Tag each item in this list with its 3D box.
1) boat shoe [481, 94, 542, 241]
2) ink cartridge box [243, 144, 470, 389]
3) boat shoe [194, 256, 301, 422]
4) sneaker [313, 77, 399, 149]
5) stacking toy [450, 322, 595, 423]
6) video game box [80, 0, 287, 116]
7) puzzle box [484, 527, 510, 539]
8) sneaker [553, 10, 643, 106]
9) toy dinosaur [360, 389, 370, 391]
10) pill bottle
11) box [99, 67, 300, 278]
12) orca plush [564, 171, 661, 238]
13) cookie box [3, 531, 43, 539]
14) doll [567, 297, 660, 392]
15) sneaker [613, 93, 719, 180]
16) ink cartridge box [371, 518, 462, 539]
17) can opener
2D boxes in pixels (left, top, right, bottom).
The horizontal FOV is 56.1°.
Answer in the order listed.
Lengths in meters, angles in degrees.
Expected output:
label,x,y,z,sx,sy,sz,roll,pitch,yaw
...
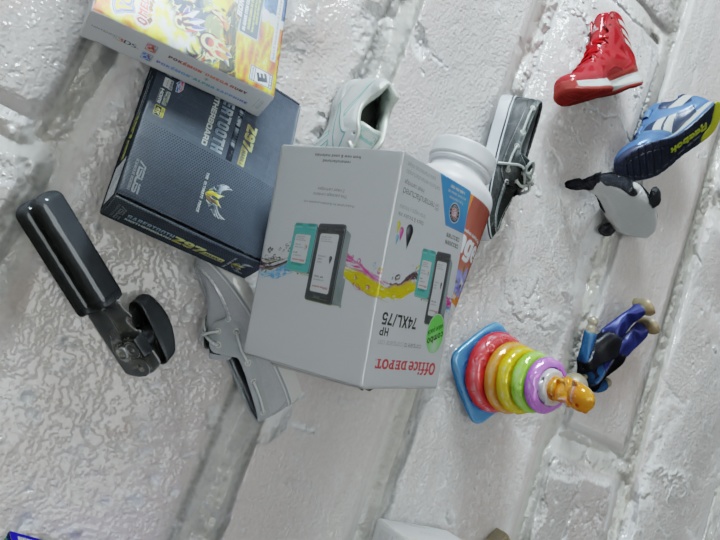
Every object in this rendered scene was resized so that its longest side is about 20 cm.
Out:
label,x,y,z,sx,sy,sz,roll,pitch,yaw
boat shoe,0.201,-0.135,0.903,0.074,0.067,0.204,45,59,-64
ink cartridge box,0.000,0.000,0.657,0.146,0.144,0.205,13,87,-56
boat shoe,-0.134,0.072,0.722,0.068,0.071,0.203,-35,118,-25
sneaker,-0.018,-0.133,0.771,0.070,0.080,0.204,26,81,-31
stacking toy,0.219,0.142,0.861,0.109,0.199,0.118,-29,106,-26
video game box,-0.158,-0.279,0.661,0.179,0.047,0.204,17,64,-29
puzzle box,0.196,0.491,0.968,0.132,0.025,0.203,-36,110,-25
sneaker,0.337,-0.313,0.996,0.198,0.078,0.118,-18,94,-42
toy dinosaur,0.010,0.085,0.802,0.199,0.077,0.103,35,86,-24
pill bottle,0.095,-0.055,0.825,0.111,0.111,0.204,27,78,-29
box,-0.149,-0.116,0.671,0.156,0.051,0.204,27,59,-31
orca plush,0.388,-0.115,1.048,0.196,0.072,0.106,12,131,-27
cookie box,-0.292,0.375,0.629,0.170,0.075,0.203,31,76,-29
doll,0.381,0.125,1.049,0.199,0.048,0.138,-39,120,-18
sneaker,0.478,-0.215,1.085,0.198,0.083,0.075,-31,137,-9
ink cartridge box,0.102,0.401,0.802,0.123,0.199,0.131,21,82,-30
can opener,-0.250,0.013,0.661,0.203,0.052,0.067,64,31,-17
